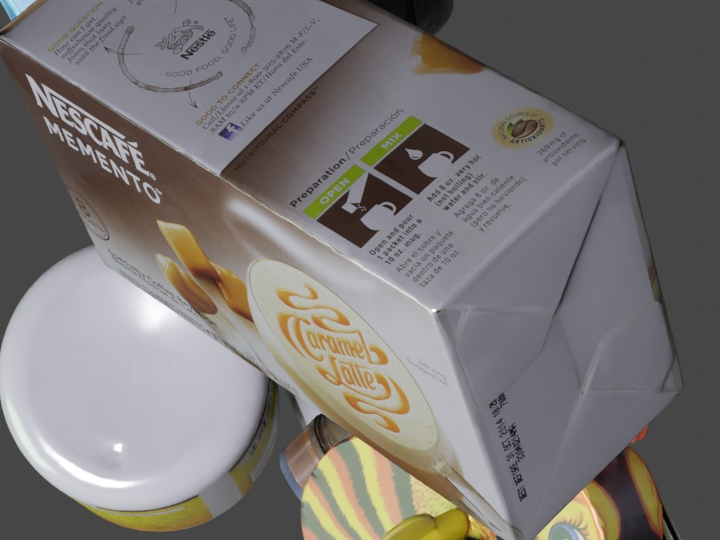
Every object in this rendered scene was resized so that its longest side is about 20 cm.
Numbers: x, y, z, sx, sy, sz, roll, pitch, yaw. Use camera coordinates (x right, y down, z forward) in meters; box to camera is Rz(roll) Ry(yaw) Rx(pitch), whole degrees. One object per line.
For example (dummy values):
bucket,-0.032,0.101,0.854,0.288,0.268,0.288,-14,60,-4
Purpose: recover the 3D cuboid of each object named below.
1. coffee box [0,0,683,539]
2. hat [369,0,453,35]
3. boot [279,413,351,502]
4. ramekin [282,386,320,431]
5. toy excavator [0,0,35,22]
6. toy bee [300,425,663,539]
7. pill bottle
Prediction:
coffee box,-0.007,-0.019,0.781,0.200,0.080,0.115,33,155,37
hat,-0.020,-0.113,0.900,0.201,0.081,0.201,48,164,19
boot,0.073,0.096,1.030,0.199,0.097,0.075,33,-159,-25
ramekin,0.000,0.000,1.138,0.200,0.104,0.201,155,90,-87
toy excavator,-0.119,-0.117,1.095,0.201,0.100,0.195,54,-176,-10
toy bee,0.067,0.085,0.905,0.131,0.199,0.110,-42,-37,-59
pill bottle,-0.090,0.054,1.103,0.200,0.109,0.110,91,154,-80
